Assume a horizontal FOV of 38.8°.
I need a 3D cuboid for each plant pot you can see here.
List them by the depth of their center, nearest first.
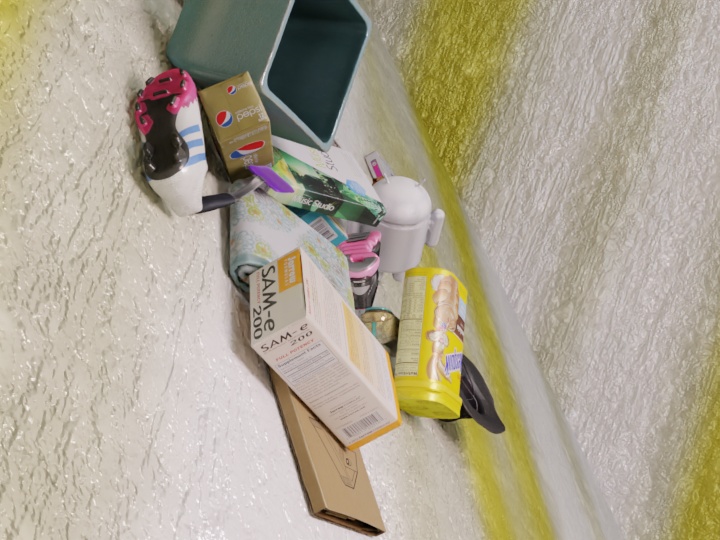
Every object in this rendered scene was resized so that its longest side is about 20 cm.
[{"bbox_3d":[-0.133,-0.295,1.341,0.196,0.199,0.197,37,70,-60],"label":"plant pot"}]

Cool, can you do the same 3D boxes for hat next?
[{"bbox_3d":[0.158,0.213,1.735,0.201,0.081,0.201,48,15,-18],"label":"hat"}]

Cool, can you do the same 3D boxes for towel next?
[{"bbox_3d":[-0.083,-0.005,1.257,0.200,0.048,0.172,38,23,-31],"label":"towel"}]

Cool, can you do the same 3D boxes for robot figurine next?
[{"bbox_3d":[0.057,-0.076,1.742,0.113,0.169,0.201,-107,-158,-50],"label":"robot figurine"}]

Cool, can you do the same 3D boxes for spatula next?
[{"bbox_3d":[-0.143,-0.093,1.213,0.056,0.021,0.200,40,33,13],"label":"spatula"}]

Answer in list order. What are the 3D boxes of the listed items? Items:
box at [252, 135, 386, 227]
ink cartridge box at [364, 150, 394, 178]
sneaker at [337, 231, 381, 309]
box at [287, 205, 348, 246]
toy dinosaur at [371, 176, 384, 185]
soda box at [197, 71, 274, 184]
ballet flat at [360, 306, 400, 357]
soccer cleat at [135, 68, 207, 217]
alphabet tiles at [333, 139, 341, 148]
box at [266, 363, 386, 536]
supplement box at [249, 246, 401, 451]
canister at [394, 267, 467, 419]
[{"bbox_3d":[-0.071,-0.136,1.437,0.199,0.036,0.145,10,36,-38],"label":"box"},{"bbox_3d":[0.072,-0.163,2.254,0.095,0.037,0.201,41,22,-59],"label":"ink cartridge box"},{"bbox_3d":[0.000,0.000,1.618,0.200,0.078,0.096,-80,162,-68],"label":"sneaker"},{"bbox_3d":[-0.079,-0.118,1.526,0.082,0.049,0.200,49,14,-39],"label":"box"},{"bbox_3d":[0.056,-0.140,2.046,0.136,0.102,0.201,38,44,-22],"label":"toy dinosaur"},{"bbox_3d":[-0.147,-0.168,1.233,0.200,0.064,0.068,113,-47,-80],"label":"soda box"},{"bbox_3d":[0.048,0.103,1.591,0.071,0.070,0.200,66,13,18],"label":"ballet flat"},{"bbox_3d":[-0.204,-0.139,1.120,0.201,0.069,0.087,-99,171,-45],"label":"soccer cleat"},{"bbox_3d":[-0.041,-0.189,1.890,0.200,0.008,0.168,50,22,-26],"label":"alphabet tiles"},{"bbox_3d":[-0.038,0.192,1.151,0.163,0.021,0.201,41,24,-57],"label":"box"},{"bbox_3d":[-0.040,0.089,1.144,0.200,0.073,0.126,52,17,-33],"label":"supplement box"},{"bbox_3d":[0.106,0.110,1.540,0.149,0.086,0.201,42,51,-62],"label":"canister"}]
